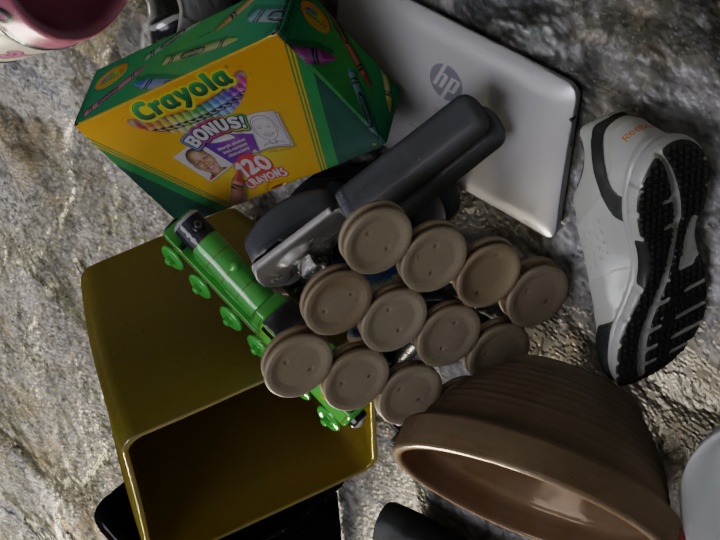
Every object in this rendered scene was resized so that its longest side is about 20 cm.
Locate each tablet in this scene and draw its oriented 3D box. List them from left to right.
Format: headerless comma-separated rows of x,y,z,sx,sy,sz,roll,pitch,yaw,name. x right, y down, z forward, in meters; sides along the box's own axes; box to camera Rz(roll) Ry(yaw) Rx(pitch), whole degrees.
0.060,-0.114,1.351,0.199,0.014,0.131,30,138,26,tablet

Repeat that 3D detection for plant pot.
-0.114,0.074,1.527,0.177,0.199,0.200,59,164,31,plant pot
0.129,0.119,1.330,0.200,0.093,0.201,22,164,7,plant pot

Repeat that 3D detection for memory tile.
0.039,0.036,1.330,0.154,0.199,0.017,-58,40,17,memory tile

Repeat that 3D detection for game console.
-0.115,0.230,1.662,0.176,0.200,0.116,46,142,7,game console

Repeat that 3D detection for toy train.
-0.065,0.033,1.386,0.200,0.042,0.056,46,159,5,toy train

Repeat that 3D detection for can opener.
0.002,-0.058,1.331,0.200,0.053,0.067,-38,62,16,can opener

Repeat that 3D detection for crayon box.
-0.087,-0.114,1.376,0.199,0.059,0.119,-19,130,37,crayon box

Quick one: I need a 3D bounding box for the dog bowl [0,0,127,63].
-0.231,-0.247,1.406,0.073,0.200,0.201,7,125,33,dog bowl

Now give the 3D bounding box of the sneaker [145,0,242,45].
-0.107,-0.152,1.444,0.076,0.080,0.201,-10,114,48,sneaker

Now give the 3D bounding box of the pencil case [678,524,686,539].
0.218,0.268,1.443,0.087,0.087,0.201,38,142,18,pencil case

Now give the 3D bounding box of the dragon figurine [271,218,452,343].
0.000,0.000,1.402,0.199,0.099,0.059,14,143,50,dragon figurine

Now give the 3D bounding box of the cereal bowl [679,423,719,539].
0.306,0.158,1.253,0.199,0.083,0.201,28,138,29,cereal bowl

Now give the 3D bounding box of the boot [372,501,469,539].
0.097,0.228,1.558,0.199,0.065,0.166,27,135,36,boot

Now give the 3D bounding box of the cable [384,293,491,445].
0.082,0.091,1.476,0.199,0.051,0.164,10,121,45,cable

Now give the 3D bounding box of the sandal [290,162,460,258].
-0.005,-0.041,1.445,0.076,0.043,0.200,53,148,-8,sandal

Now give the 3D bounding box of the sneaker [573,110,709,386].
0.176,-0.016,1.275,0.080,0.073,0.201,40,141,42,sneaker
